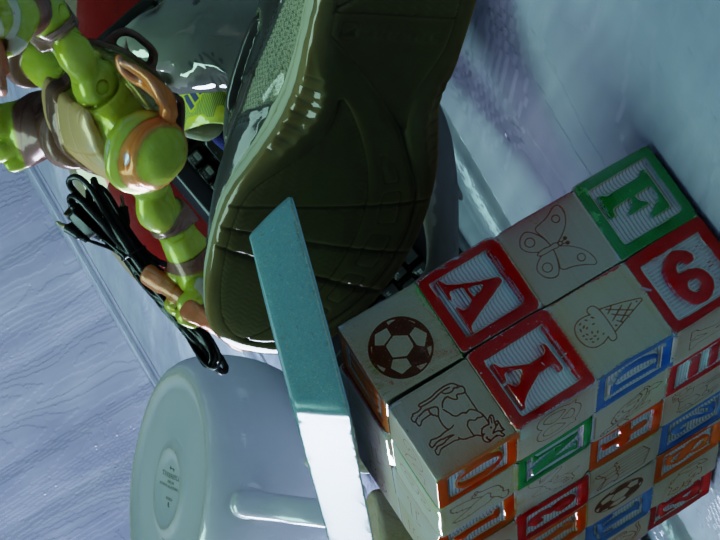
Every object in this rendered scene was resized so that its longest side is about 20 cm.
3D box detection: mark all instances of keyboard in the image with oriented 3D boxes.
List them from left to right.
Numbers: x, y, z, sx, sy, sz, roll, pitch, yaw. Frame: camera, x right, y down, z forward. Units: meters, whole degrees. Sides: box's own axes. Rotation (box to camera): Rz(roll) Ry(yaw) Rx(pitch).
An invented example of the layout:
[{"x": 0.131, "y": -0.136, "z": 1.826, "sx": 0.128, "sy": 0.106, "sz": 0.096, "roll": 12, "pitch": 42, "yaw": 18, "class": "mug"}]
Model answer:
[{"x": -0.051, "y": -0.022, "z": 1.157, "sx": 0.200, "sy": 0.127, "sz": 0.021, "roll": 49, "pitch": -174, "yaw": 7, "class": "keyboard"}]

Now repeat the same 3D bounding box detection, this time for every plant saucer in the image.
[{"x": -0.015, "y": 0.041, "z": 0.883, "sx": 0.200, "sy": 0.019, "sz": 0.070, "roll": 80, "pitch": 175, "yaw": -72, "class": "plant saucer"}]

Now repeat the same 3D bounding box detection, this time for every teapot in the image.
[{"x": -0.062, "y": 0.151, "z": 1.806, "sx": 0.201, "sy": 0.145, "sz": 0.198, "roll": -105, "pitch": 30, "yaw": -42, "class": "teapot"}]

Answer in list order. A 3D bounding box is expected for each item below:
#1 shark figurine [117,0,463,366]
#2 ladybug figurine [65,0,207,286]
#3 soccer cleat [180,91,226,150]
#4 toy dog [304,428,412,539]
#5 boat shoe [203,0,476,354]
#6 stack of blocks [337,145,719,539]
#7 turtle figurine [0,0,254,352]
[{"x": 0.006, "y": -0.056, "z": 1.023, "sx": 0.215, "sy": 0.128, "sz": 0.089, "roll": 47, "pitch": -164, "yaw": 29, "class": "shark figurine"}, {"x": -0.070, "y": -0.068, "z": 1.233, "sx": 0.072, "sy": 0.136, "sz": 0.201, "roll": -2, "pitch": 124, "yaw": 46, "class": "ladybug figurine"}, {"x": -0.051, "y": -0.099, "z": 1.123, "sx": 0.201, "sy": 0.083, "sz": 0.065, "roll": 58, "pitch": 171, "yaw": 9, "class": "soccer cleat"}, {"x": 0.058, "y": 0.121, "z": 1.161, "sx": 0.200, "sy": 0.131, "sz": 0.097, "roll": 58, "pitch": -160, "yaw": -70, "class": "toy dog"}, {"x": -0.009, "y": -0.062, "z": 0.922, "sx": 0.066, "sy": 0.071, "sz": 0.202, "roll": -104, "pitch": 26, "yaw": -49, "class": "boat shoe"}, {"x": 0.061, "y": 0.050, "z": 0.899, "sx": 0.059, "sy": 0.115, "sz": 0.200, "roll": 56, "pitch": 170, "yaw": 21, "class": "stack of blocks"}, {"x": -0.105, "y": -0.066, "z": 0.998, "sx": 0.200, "sy": 0.064, "sz": 0.161, "roll": 54, "pitch": 168, "yaw": -32, "class": "turtle figurine"}]
